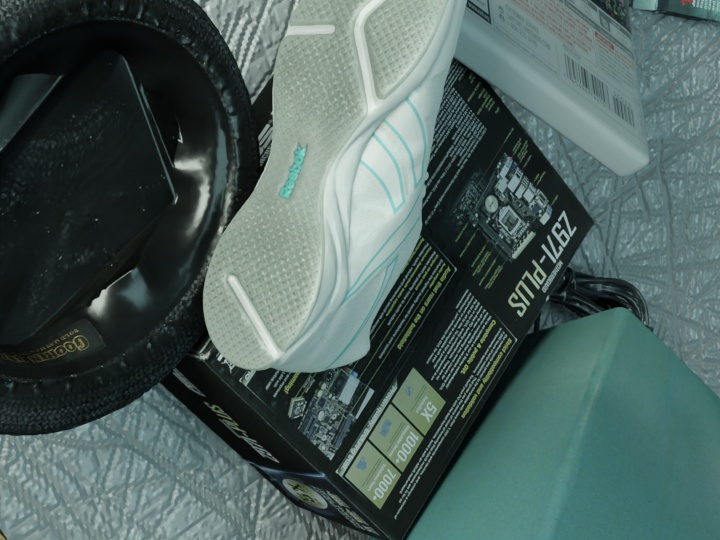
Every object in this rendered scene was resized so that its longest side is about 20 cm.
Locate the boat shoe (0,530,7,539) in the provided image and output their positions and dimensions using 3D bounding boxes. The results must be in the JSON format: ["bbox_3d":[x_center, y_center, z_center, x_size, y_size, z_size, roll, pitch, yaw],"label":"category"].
[{"bbox_3d":[-0.218,0.074,0.725,0.070,0.070,0.200,-49,120,-17],"label":"boat shoe"}]

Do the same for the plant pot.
[{"bbox_3d":[0.100,0.129,0.910,0.141,0.141,0.201,40,53,-25],"label":"plant pot"}]

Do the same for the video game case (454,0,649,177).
[{"bbox_3d":[0.071,-0.163,0.899,0.199,0.023,0.183,29,47,-41],"label":"video game case"}]

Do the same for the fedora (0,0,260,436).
[{"bbox_3d":[-0.138,-0.034,0.754,0.199,0.091,0.203,-9,103,-43],"label":"fedora"}]

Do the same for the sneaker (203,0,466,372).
[{"bbox_3d":[-0.002,-0.050,0.780,0.080,0.070,0.202,20,93,-57],"label":"sneaker"}]

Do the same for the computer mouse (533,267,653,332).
[{"bbox_3d":[0.099,0.090,1.022,0.139,0.046,0.202,13,80,-35],"label":"computer mouse"}]

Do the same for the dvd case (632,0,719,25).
[{"bbox_3d":[0.244,-0.217,1.102,0.199,0.022,0.148,1,98,-43],"label":"dvd case"}]

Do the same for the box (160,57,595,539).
[{"bbox_3d":[0.000,0.000,0.887,0.164,0.086,0.201,46,69,-36],"label":"box"}]
